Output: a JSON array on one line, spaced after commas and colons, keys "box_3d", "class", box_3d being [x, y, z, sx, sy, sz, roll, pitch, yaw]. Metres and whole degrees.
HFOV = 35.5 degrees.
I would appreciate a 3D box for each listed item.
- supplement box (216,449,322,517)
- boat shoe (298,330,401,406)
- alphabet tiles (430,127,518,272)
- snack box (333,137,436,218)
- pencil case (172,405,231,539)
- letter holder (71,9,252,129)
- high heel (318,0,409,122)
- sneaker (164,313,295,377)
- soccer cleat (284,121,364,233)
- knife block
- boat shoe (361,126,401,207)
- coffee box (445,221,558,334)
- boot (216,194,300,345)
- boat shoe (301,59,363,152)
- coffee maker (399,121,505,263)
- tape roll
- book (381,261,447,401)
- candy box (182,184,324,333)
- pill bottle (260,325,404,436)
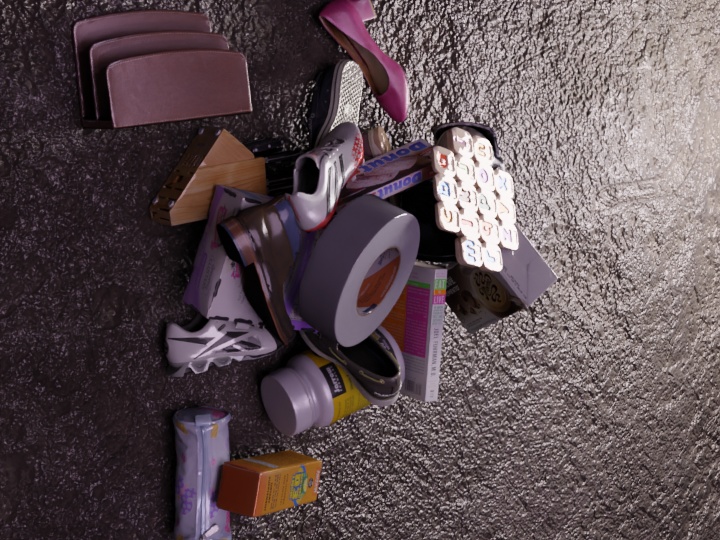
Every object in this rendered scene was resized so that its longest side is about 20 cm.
[{"box_3d": [-0.127, 0.304, 1.611, 0.200, 0.068, 0.067, 7, 92, -68], "class": "supplement box"}, {"box_3d": [-0.016, 0.106, 1.609, 0.072, 0.202, 0.061, -31, 152, -33], "class": "boat shoe"}, {"box_3d": [0.163, -0.100, 1.612, 0.195, 0.015, 0.202, 12, 70, -48], "class": "alphabet tiles"}, {"box_3d": [0.028, -0.131, 1.588, 0.199, 0.072, 0.025, -25, 131, -25], "class": "snack box"}, {"box_3d": [-0.223, 0.292, 1.574, 0.082, 0.091, 0.202, 2, 98, 5], "class": "pencil case"}, {"box_3d": [-0.254, -0.263, 1.440, 0.198, 0.100, 0.144, -13, 104, -35], "class": "letter holder"}, {"box_3d": [0.005, -0.301, 1.642, 0.096, 0.067, 0.202, -33, 112, -39], "class": "high heel"}, {"box_3d": [-0.181, 0.083, 1.575, 0.198, 0.074, 0.090, -14, 104, -32], "class": "sneaker"}, {"box_3d": [-0.049, -0.140, 1.504, 0.085, 0.068, 0.201, 57, 42, -40], "class": "soccer cleat"}, {"box_3d": [-0.170, -0.108, 1.553, 0.175, 0.064, 0.201, 41, 73, -34], "class": "knife block"}, {"box_3d": [0.027, -0.130, 1.699, 0.201, 0.064, 0.072, 70, 19, -44], "class": "boat shoe"}, {"box_3d": [0.205, 0.015, 1.757, 0.080, 0.200, 0.113, -39, 91, -25], "class": "coffee box"}, {"box_3d": [-0.105, 0.000, 1.460, 0.097, 0.075, 0.201, -34, 125, -20], "class": "boot"}, {"box_3d": [-0.046, -0.205, 1.617, 0.074, 0.062, 0.202, 22, 74, -49], "class": "boat shoe"}, {"box_3d": [0.149, -0.099, 1.712, 0.193, 0.134, 0.201, 55, 40, -21], "class": "coffee maker"}, {"box_3d": [0.000, 0.000, 1.530, 0.200, 0.066, 0.201, -45, 153, -31], "class": "tape roll"}, {"box_3d": [0.074, 0.088, 1.731, 0.048, 0.133, 0.202, -1, 100, -37], "class": "book"}, {"box_3d": [-0.125, -0.013, 1.538, 0.199, 0.071, 0.169, 11, 102, -43], "class": "candy box"}, {"box_3d": [-0.041, 0.163, 1.670, 0.199, 0.114, 0.116, -23, 112, -32], "class": "pill bottle"}]
